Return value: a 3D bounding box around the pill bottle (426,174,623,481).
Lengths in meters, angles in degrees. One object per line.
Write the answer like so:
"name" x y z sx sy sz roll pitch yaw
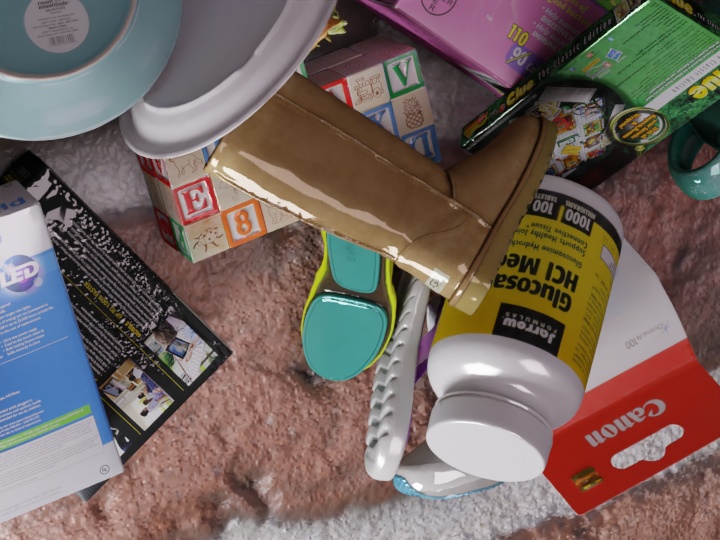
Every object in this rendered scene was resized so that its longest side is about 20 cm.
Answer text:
"pill bottle" 0.112 0.041 1.503 0.112 0.112 0.200 36 56 -31

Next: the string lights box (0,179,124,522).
"string lights box" -0.233 0.055 1.388 0.103 0.059 0.200 -21 114 -17

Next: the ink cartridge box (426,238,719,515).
"ink cartridge box" 0.167 0.065 1.575 0.160 0.200 0.047 -26 143 -18

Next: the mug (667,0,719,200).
"mug" 0.303 -0.149 1.621 0.185 0.114 0.152 -14 112 -22

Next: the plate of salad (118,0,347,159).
"plate of salad" -0.077 -0.150 1.380 0.048 0.200 0.200 39 87 -34

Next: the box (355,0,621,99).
"box" 0.117 -0.233 1.512 0.176 0.097 0.200 32 90 -30

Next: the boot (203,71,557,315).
"boot" 0.020 -0.082 1.419 0.200 0.066 0.175 30 50 -4

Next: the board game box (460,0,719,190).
"board game box" 0.171 -0.118 1.470 0.105 0.023 0.200 29 137 -25

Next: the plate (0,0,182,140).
"plate" -0.209 -0.181 1.351 0.200 0.026 0.201 4 76 -15

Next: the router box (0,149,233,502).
"router box" -0.206 0.040 1.460 0.149 0.051 0.200 -45 119 -5

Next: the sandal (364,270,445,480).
"sandal" 0.044 0.057 1.551 0.050 0.082 0.203 16 75 -9

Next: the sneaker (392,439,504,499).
"sneaker" 0.104 0.109 1.631 0.200 0.076 0.081 -28 109 -24

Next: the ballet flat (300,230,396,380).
"ballet flat" 0.000 0.000 1.520 0.067 0.067 0.200 17 143 6

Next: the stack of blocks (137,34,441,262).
"stack of blocks" -0.053 -0.100 1.489 0.200 0.059 0.115 -23 115 -19
